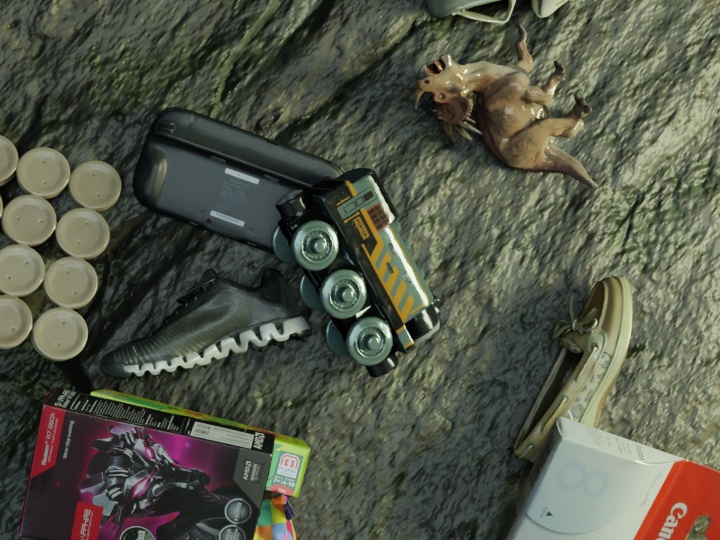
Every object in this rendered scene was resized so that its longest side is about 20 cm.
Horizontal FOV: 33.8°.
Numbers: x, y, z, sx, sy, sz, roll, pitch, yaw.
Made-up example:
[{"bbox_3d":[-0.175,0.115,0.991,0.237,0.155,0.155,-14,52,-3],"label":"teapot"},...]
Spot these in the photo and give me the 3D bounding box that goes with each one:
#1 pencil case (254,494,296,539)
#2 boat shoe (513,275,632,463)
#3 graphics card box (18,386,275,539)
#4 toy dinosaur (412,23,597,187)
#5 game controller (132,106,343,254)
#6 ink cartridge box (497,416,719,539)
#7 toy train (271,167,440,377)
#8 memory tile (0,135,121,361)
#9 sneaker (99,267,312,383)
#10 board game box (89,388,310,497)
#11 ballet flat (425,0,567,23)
[{"bbox_3d":[-0.152,0.257,1.089,0.200,0.088,0.089,-7,87,-3],"label":"pencil case"},{"bbox_3d":[0.208,0.096,1.144,0.063,0.073,0.200,19,85,-7],"label":"boat shoe"},{"bbox_3d":[-0.182,0.184,1.013,0.200,0.051,0.126,13,102,-5],"label":"graphics card box"},{"bbox_3d":[0.142,-0.147,1.154,0.135,0.086,0.200,-36,107,3],"label":"toy dinosaur"},{"bbox_3d":[-0.117,-0.083,1.147,0.200,0.042,0.104,20,99,-4],"label":"game controller"},{"bbox_3d":[0.247,0.243,1.119,0.200,0.047,0.160,20,111,-3],"label":"ink cartridge box"},{"bbox_3d":[0.000,0.000,1.113,0.114,0.085,0.200,-34,106,-16],"label":"toy train"},{"bbox_3d":[-0.315,-0.023,1.105,0.153,0.017,0.200,13,72,-10],"label":"memory tile"},{"bbox_3d":[-0.152,0.048,1.118,0.200,0.066,0.091,-15,85,-10],"label":"sneaker"},{"bbox_3d":[-0.150,0.157,1.089,0.200,0.102,0.048,15,84,-4],"label":"board game box"},{"bbox_3d":[0.161,-0.281,1.179,0.200,0.067,0.064,-5,114,-5],"label":"ballet flat"}]
